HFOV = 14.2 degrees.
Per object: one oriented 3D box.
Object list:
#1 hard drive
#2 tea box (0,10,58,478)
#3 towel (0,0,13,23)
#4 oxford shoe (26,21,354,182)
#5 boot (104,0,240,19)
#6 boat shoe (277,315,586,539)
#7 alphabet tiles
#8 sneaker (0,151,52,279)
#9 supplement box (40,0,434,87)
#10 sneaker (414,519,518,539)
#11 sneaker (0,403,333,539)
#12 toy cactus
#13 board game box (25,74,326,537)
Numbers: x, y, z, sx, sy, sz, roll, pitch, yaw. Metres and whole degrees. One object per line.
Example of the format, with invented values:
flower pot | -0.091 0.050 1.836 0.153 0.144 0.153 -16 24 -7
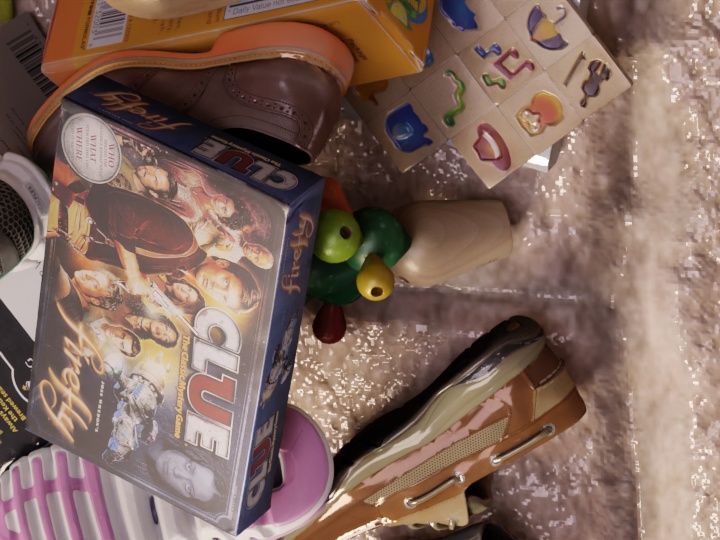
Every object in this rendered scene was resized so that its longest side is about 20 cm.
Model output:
hard drive | 0.018 -0.140 1.511 0.199 0.026 0.132 16 114 14
tea box | -0.215 0.003 1.592 0.197 0.134 0.200 -34 95 27
towel | -0.236 -0.215 1.539 0.086 0.018 0.200 0 128 3
oxford shoe | -0.095 -0.067 1.449 0.200 0.073 0.071 -15 141 37
boot | -0.045 -0.217 1.444 0.201 0.144 0.071 -28 125 29
boat shoe | 0.039 0.108 1.571 0.200 0.076 0.074 -39 96 29
alphabet tiles | 0.042 -0.147 1.481 0.167 0.008 0.200 -36 95 27
sneaker | -0.248 0.005 1.478 0.200 0.091 0.078 -30 96 27
supplement box | -0.062 -0.127 1.476 0.199 0.069 0.067 -7 148 31
sneaker | 0.070 0.239 1.599 0.106 0.075 0.200 -22 100 36
sneaker | -0.100 0.125 1.540 0.200 0.088 0.081 -13 80 14
toy cactus | 0.000 0.000 1.511 0.165 0.200 0.103 -12 71 -12
board game box | -0.095 0.019 1.431 0.135 0.035 0.200 24 125 22
